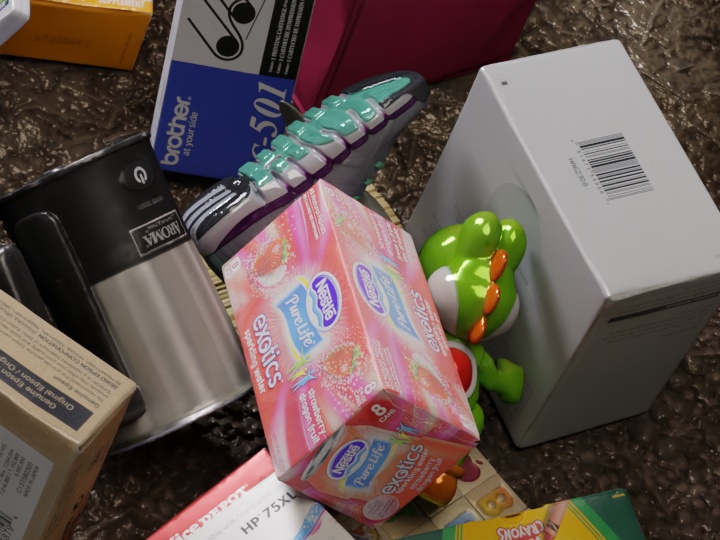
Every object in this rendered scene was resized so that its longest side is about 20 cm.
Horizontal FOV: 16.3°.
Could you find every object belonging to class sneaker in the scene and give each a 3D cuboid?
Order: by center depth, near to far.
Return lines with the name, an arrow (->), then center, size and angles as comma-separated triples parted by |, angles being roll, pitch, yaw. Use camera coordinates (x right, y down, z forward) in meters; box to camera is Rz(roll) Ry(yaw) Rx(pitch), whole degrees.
sneaker -> -0.026, -0.056, 1.741 | 0.200, 0.074, 0.088 | -35, 114, -5

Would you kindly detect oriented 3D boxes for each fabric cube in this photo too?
fabric cube -> 0.018, -0.264, 1.901 | 0.196, 0.200, 0.200 | -20, 64, -28

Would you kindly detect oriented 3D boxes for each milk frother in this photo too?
milk frother -> -0.199, 0.034, 1.690 | 0.180, 0.200, 0.189 | -26, 93, -33

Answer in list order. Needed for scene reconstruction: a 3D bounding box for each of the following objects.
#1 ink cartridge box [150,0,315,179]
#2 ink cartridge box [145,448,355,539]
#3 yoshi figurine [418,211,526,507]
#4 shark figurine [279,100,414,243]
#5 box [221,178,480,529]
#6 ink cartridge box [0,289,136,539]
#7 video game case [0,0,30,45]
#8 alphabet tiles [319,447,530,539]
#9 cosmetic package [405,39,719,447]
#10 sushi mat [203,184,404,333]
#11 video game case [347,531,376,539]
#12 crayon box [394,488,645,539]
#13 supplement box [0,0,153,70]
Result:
ink cartridge box -> -0.089, -0.161, 1.801 | 0.094, 0.201, 0.044 | 8, 30, -10
ink cartridge box -> -0.064, 0.198, 1.593 | 0.116, 0.067, 0.200 | -37, 54, -15
yoshi figurine -> 0.057, 0.051, 1.722 | 0.112, 0.201, 0.112 | 27, 9, 35
shark figurine -> 0.008, -0.018, 1.786 | 0.128, 0.090, 0.215 | -7, 71, -23
box -> -0.008, 0.053, 1.635 | 0.095, 0.103, 0.200 | 31, 29, -37
ink cartridge box -> -0.248, 0.107, 1.568 | 0.164, 0.200, 0.075 | 33, 42, 7
video game case -> -0.287, -0.228, 1.828 | 0.018, 0.143, 0.201 | 23, 48, -35
alphabet tiles -> 0.034, 0.199, 1.713 | 0.200, 0.006, 0.166 | -31, 70, -31
cosmetic package -> 0.147, -0.018, 1.772 | 0.123, 0.200, 0.200 | -13, 62, -27
sushi mat -> -0.055, -0.002, 1.818 | 0.199, 0.012, 0.096 | -19, 65, -26
video game case -> -0.031, 0.260, 1.638 | 0.182, 0.023, 0.200 | 17, 56, -4
crayon box -> 0.106, 0.224, 1.658 | 0.199, 0.058, 0.119 | -9, 69, -33
supplement box -> -0.226, -0.258, 1.899 | 0.126, 0.074, 0.201 | 5, 56, -16
